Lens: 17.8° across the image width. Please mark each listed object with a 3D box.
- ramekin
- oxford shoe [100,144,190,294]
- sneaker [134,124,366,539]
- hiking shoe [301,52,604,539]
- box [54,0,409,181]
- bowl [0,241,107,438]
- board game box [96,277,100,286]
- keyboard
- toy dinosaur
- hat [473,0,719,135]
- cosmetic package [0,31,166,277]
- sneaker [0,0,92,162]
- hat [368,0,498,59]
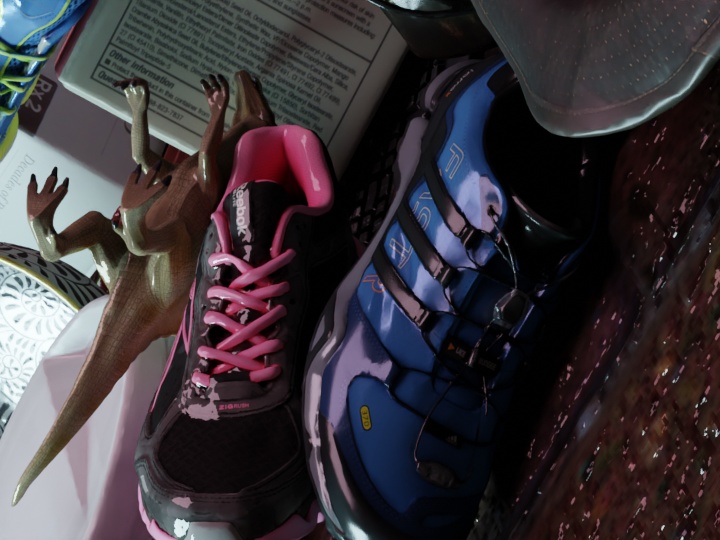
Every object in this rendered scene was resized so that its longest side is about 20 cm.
[{"bbox_3d":[-0.102,0.119,0.996,0.203,0.094,0.203,-53,25,38],"label":"ramekin"},{"bbox_3d":[-0.070,-0.038,1.145,0.075,0.070,0.201,-41,-14,-51],"label":"oxford shoe"},{"bbox_3d":[-0.040,0.018,0.839,0.201,0.078,0.096,-78,-15,-53],"label":"sneaker"},{"bbox_3d":[0.035,0.006,0.789,0.087,0.074,0.201,-30,43,61],"label":"hiking shoe"},{"bbox_3d":[-0.033,-0.143,0.998,0.201,0.127,0.109,-62,11,3],"label":"box"},{"bbox_3d":[-0.173,0.060,1.160,0.201,0.200,0.094,-54,-3,33],"label":"bowl"},{"bbox_3d":[-0.160,0.080,1.276,0.201,0.030,0.096,-59,19,17],"label":"board game box"},{"bbox_3d":[0.000,0.000,0.963,0.127,0.020,0.201,-37,36,55],"label":"keyboard"},{"bbox_3d":[-0.081,-0.004,0.883,0.058,0.101,0.201,17,67,33],"label":"toy dinosaur"},{"bbox_3d":[0.111,-0.133,0.709,0.200,0.080,0.202,-33,52,54],"label":"hat"},{"bbox_3d":[-0.219,-0.098,1.326,0.165,0.199,0.166,-48,18,44],"label":"cosmetic package"},{"bbox_3d":[-0.158,-0.098,0.940,0.201,0.075,0.105,-62,13,-1],"label":"sneaker"},{"bbox_3d":[0.040,-0.131,0.871,0.199,0.081,0.201,-15,34,11],"label":"hat"}]
